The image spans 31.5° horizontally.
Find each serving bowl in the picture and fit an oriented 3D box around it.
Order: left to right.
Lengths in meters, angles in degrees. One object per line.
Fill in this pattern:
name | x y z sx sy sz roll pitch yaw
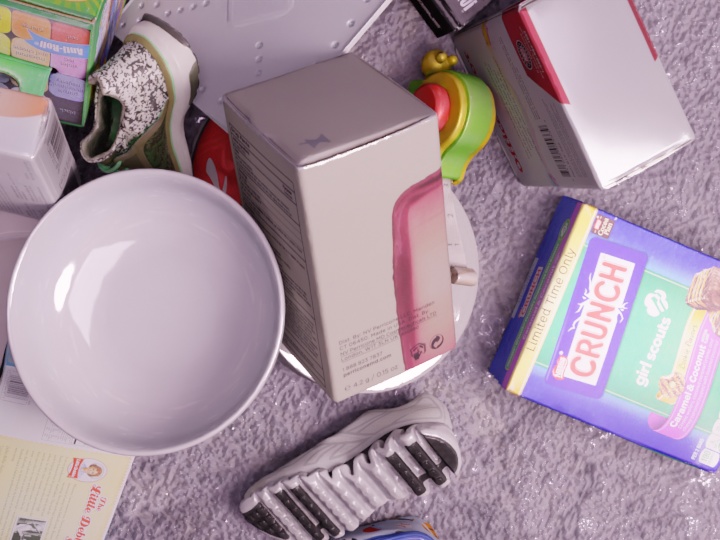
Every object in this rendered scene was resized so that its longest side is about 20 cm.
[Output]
serving bowl | -0.148 0.031 0.914 0.199 0.066 0.201 -1 85 6

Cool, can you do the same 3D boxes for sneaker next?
sneaker | -0.181 -0.099 0.973 0.077 0.201 0.088 39 53 24
sneaker | -0.086 -0.125 1.022 0.077 0.085 0.201 20 93 -7
sneaker | -0.008 0.166 1.071 0.199 0.081 0.075 -23 121 15

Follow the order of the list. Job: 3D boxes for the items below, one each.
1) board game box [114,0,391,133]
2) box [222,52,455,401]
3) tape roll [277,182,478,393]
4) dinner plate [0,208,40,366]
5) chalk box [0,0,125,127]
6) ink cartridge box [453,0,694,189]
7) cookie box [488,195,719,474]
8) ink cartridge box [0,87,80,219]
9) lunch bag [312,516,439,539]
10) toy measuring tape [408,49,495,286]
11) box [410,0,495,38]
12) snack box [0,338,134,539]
board game box | -0.071 -0.211 0.985 0.200 0.026 0.200 -49 59 1
box | -0.012 -0.032 0.912 0.109 0.128 0.201 -22 128 -20
tape roll | 0.000 0.000 1.045 0.202 0.037 0.204 -1 92 -20
dinner plate | -0.254 0.036 0.985 0.199 0.024 0.201 -1 104 -2
chalk box | -0.242 -0.197 0.931 0.124 0.124 0.201 15 56 -8
ink cartridge box | 0.157 -0.146 0.992 0.083 0.200 0.146 -28 99 -6
cookie box | 0.235 0.053 1.083 0.199 0.075 0.172 22 94 -8
ink cartridge box | -0.303 -0.094 0.886 0.199 0.162 0.050 16 75 -1
lunch bag | 0.013 0.319 1.085 0.159 0.076 0.201 -14 96 -3
toy measuring tape | 0.081 -0.091 1.022 0.073 0.074 0.201 -7 71 -6
box | 0.099 -0.313 1.024 0.200 0.086 0.164 -37 99 -2
snack box | -0.240 0.147 1.001 0.116 0.037 0.201 13 123 -18
